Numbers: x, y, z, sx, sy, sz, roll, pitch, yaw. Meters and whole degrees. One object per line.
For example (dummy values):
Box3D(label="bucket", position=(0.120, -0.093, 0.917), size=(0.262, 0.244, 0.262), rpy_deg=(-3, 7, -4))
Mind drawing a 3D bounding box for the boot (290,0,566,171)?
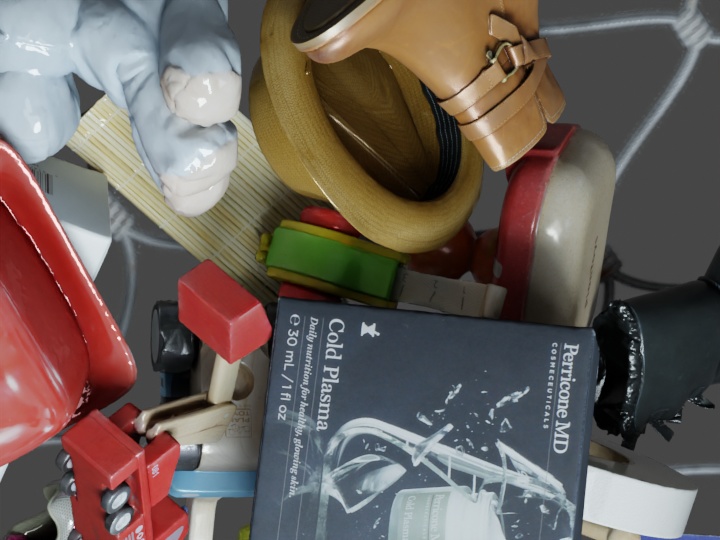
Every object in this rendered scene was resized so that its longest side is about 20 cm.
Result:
Box3D(label="boot", position=(0.052, -0.129, 1.557), size=(0.200, 0.073, 0.155), rpy_deg=(-37, 113, -37))

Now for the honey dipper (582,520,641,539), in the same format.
Box3D(label="honey dipper", position=(0.105, 0.157, 1.723), size=(0.038, 0.199, 0.038), rpy_deg=(-23, 122, -43))

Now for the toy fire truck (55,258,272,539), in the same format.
Box3D(label="toy fire truck", position=(-0.119, 0.100, 1.556), size=(0.141, 0.049, 0.201), rpy_deg=(-39, 152, -26))

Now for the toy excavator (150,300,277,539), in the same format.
Box3D(label="toy excavator", position=(-0.098, 0.126, 1.714), size=(0.099, 0.200, 0.196), rpy_deg=(0, 77, -12))

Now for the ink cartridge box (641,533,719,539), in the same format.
Box3D(label="ink cartridge box", position=(0.261, 0.295, 1.918), size=(0.195, 0.043, 0.201), rpy_deg=(5, 118, -15))

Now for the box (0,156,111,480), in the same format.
Box3D(label="box", position=(-0.253, 0.022, 1.609), size=(0.124, 0.098, 0.201), rpy_deg=(21, 112, -17))

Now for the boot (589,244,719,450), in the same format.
Box3D(label="boot", position=(0.230, 0.018, 1.713), size=(0.162, 0.073, 0.199), rpy_deg=(-16, 129, -30))

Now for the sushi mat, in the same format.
Box3D(label="sushi mat", position=(-0.096, -0.057, 1.656), size=(0.096, 0.012, 0.200), rpy_deg=(-43, 119, 10))

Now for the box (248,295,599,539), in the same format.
Box3D(label="box", position=(0.040, 0.129, 1.552), size=(0.195, 0.124, 0.201), rpy_deg=(5, 82, 7))

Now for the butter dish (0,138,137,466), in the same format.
Box3D(label="butter dish", position=(-0.253, 0.057, 1.489), size=(0.199, 0.148, 0.200), rpy_deg=(-24, 116, 6))

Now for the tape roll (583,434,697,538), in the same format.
Box3D(label="tape roll", position=(0.129, 0.129, 1.703), size=(0.202, 0.203, 0.037), rpy_deg=(17, 94, -21))

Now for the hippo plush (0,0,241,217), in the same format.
Box3D(label="hippo plush", position=(-0.157, -0.127, 1.512), size=(0.160, 0.159, 0.201), rpy_deg=(-1, 112, -9))

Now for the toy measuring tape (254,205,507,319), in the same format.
Box3D(label="toy measuring tape", position=(0.000, 0.000, 1.601), size=(0.073, 0.199, 0.074), rpy_deg=(-12, 108, -43))

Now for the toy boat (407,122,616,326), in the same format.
Box3D(label="toy boat", position=(0.090, -0.005, 1.683), size=(0.130, 0.131, 0.201), rpy_deg=(14, 118, 14))

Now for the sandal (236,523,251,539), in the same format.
Box3D(label="sandal", position=(-0.047, 0.272, 1.814), size=(0.087, 0.080, 0.201), rpy_deg=(-2, 120, -16))

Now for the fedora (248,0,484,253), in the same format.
Box3D(label="fedora", position=(-0.008, -0.098, 1.593), size=(0.082, 0.201, 0.200), rpy_deg=(-20, 130, 42))

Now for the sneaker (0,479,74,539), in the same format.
Box3D(label="sneaker", position=(-0.221, 0.221, 1.747), size=(0.088, 0.081, 0.201), rpy_deg=(26, 102, -22))
